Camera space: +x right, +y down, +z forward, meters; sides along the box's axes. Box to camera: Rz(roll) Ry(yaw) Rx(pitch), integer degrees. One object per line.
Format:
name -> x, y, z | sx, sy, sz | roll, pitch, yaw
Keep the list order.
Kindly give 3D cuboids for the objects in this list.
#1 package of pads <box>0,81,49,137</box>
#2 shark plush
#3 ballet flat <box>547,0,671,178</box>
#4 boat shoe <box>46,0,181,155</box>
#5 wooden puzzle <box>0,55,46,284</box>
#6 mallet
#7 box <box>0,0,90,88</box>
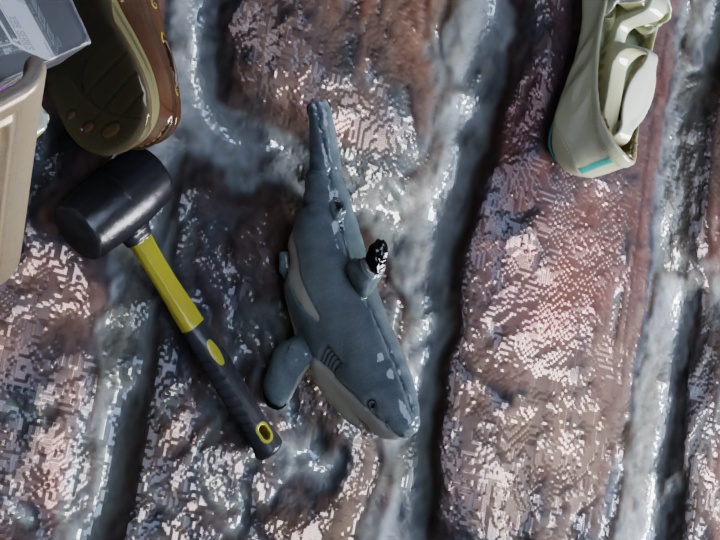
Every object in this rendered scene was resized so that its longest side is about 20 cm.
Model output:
package of pads -> -0.273, -0.085, 0.782 | 0.199, 0.068, 0.155 | -34, 103, -29
shark plush -> 0.000, 0.000, 0.940 | 0.090, 0.083, 0.202 | 5, 83, -32
ballet flat -> 0.185, -0.159, 1.084 | 0.069, 0.069, 0.202 | 21, 74, -29
boat shoe -> -0.152, -0.162, 0.874 | 0.067, 0.072, 0.202 | -13, 84, -66
wooden puzzle -> -0.235, -0.005, 0.743 | 0.037, 0.185, 0.200 | 44, 59, 10
mallet -> -0.108, 0.031, 0.898 | 0.066, 0.041, 0.201 | -34, 107, -34
box -> -0.249, -0.138, 0.733 | 0.199, 0.050, 0.159 | -29, 99, -31
